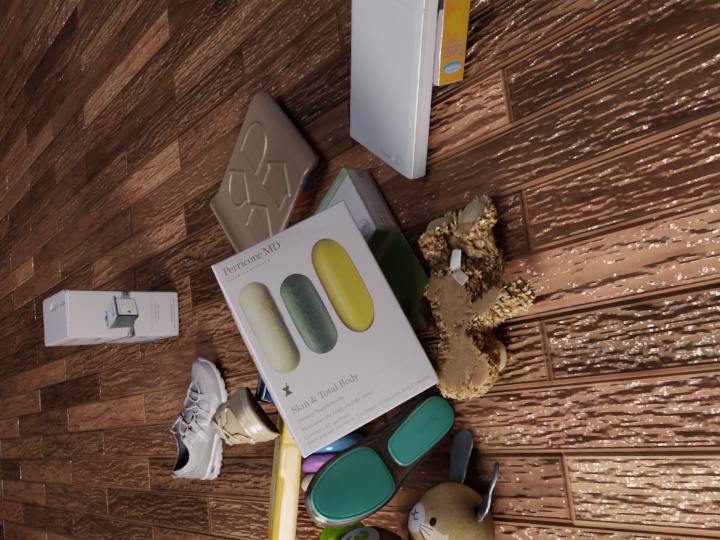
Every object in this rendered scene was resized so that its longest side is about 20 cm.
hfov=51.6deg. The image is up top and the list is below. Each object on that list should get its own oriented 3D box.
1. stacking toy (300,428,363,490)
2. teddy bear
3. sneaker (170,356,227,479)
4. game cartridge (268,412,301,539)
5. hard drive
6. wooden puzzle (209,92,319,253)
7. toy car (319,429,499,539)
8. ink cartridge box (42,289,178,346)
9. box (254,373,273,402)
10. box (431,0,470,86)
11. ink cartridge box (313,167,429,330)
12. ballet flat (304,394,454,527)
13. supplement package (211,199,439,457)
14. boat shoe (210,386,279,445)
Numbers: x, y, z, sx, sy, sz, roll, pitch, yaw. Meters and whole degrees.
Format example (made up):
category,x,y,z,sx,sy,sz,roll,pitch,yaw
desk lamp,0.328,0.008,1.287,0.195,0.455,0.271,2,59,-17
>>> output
category,x,y,z,sx,sy,sz,roll,pitch,yaw
stacking toy,-0.038,0.164,0.914,0.085,0.085,0.203,-21,70,50
teddy bear,0.111,0.026,0.744,0.145,0.066,0.202,-38,54,34
sneaker,-0.263,0.241,1.195,0.074,0.081,0.203,3,92,51
game cartridge,-0.097,0.249,0.958,0.176,0.032,0.203,-144,58,-81
hard drive,0.032,-0.218,0.811,0.132,0.026,0.202,43,142,43
wooden puzzle,-0.134,-0.123,1.066,0.186,0.046,0.201,54,125,37
toy car,0.069,0.258,0.734,0.202,0.157,0.164,-61,17,3
ink cartridge box,-0.447,0.085,1.337,0.146,0.198,0.087,-16,78,51
box,-0.105,0.107,0.944,0.200,0.032,0.123,134,147,-76
box,0.065,-0.288,0.777,0.119,0.041,0.202,42,143,44
ink cartridge box,0.000,0.000,0.889,0.146,0.047,0.201,-54,48,36
ballet flat,0.018,0.198,0.758,0.068,0.199,0.068,57,146,9
supplement package,-0.040,0.066,0.775,0.202,0.150,0.151,62,170,8
boat shoe,-0.151,0.190,0.933,0.073,0.065,0.200,55,166,-5
